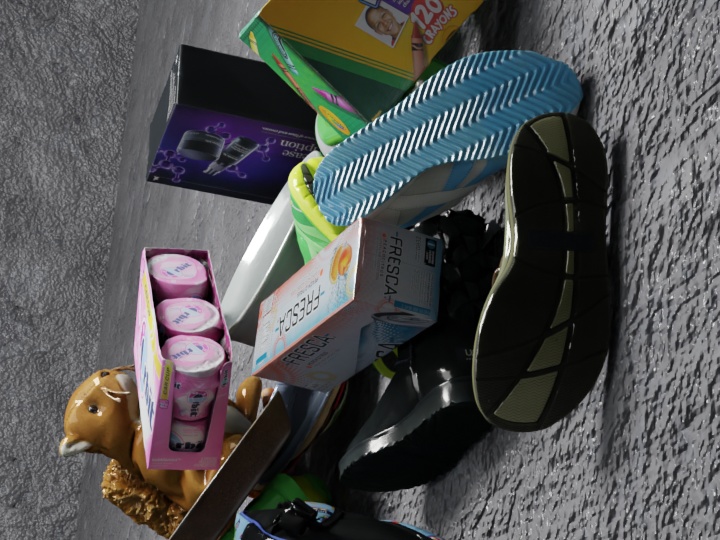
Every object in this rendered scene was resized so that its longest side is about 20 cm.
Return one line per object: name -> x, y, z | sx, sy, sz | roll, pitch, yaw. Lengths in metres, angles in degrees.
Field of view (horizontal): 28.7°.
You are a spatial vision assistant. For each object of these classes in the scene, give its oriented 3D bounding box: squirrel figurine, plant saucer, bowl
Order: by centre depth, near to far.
plant saucer -> -0.118, 0.193, 1.205 | 0.201, 0.034, 0.200 | -53, 0, 0
bowl -> -0.052, -0.003, 1.315 | 0.202, 0.090, 0.201 | -58, 12, 20
squirrel figurine -> -0.205, 0.186, 1.397 | 0.142, 0.185, 0.202 | -87, 10, -60

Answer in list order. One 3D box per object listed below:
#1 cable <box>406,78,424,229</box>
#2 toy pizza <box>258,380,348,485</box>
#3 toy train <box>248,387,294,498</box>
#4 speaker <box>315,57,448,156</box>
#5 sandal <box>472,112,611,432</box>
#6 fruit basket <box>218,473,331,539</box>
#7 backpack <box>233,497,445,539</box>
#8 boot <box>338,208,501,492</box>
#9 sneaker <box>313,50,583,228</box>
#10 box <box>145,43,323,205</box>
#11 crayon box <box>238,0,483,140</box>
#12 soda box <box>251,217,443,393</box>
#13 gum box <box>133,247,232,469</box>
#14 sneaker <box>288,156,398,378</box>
cable -> 0.058, -0.097, 1.101 | 0.051, 0.097, 0.200 | 58, 167, 13
toy pizza -> -0.044, 0.112, 1.321 | 0.201, 0.032, 0.201 | -58, 13, 21
toy train -> -0.087, 0.204, 1.422 | 0.201, 0.055, 0.151 | -97, 23, -44
speaker -> 0.022, -0.131, 1.211 | 0.200, 0.088, 0.089 | 175, 104, -72
sandal -> 0.116, 0.003, 0.870 | 0.057, 0.079, 0.203 | 98, -176, -73
fruit basket -> -0.070, 0.269, 1.239 | 0.156, 0.215, 0.216 | 49, 140, 17
backpack -> -0.012, 0.229, 0.952 | 0.200, 0.181, 0.136 | 168, 118, -75
boot -> 0.044, 0.060, 1.052 | 0.198, 0.073, 0.164 | -47, 38, 49
sneaker -> 0.065, -0.089, 0.979 | 0.199, 0.081, 0.077 | -24, 74, 24
box -> -0.105, -0.138, 1.427 | 0.141, 0.198, 0.080 | 126, 149, -56
crayon box -> 0.018, -0.209, 1.061 | 0.200, 0.119, 0.058 | -51, 10, -19
soda box -> -0.014, 0.031, 1.035 | 0.200, 0.068, 0.064 | 142, 138, -59
gum box -> -0.161, 0.079, 1.262 | 0.201, 0.065, 0.114 | -112, 28, -57
sneaker -> 0.000, 0.000, 1.169 | 0.084, 0.073, 0.201 | 108, 140, -62
